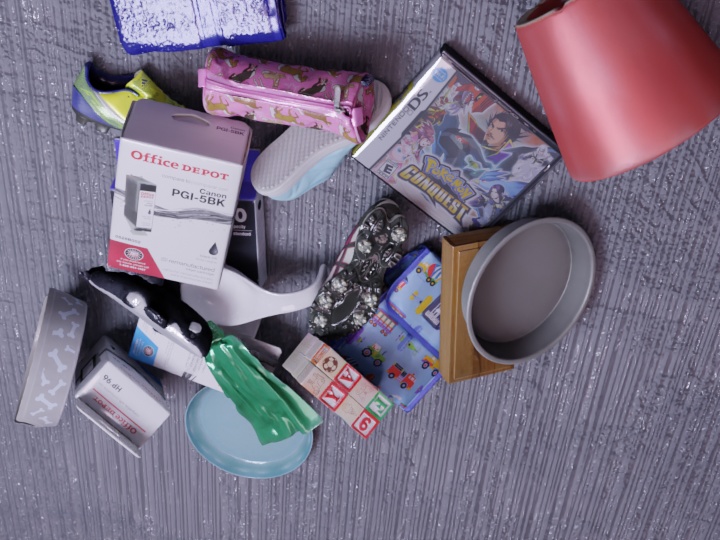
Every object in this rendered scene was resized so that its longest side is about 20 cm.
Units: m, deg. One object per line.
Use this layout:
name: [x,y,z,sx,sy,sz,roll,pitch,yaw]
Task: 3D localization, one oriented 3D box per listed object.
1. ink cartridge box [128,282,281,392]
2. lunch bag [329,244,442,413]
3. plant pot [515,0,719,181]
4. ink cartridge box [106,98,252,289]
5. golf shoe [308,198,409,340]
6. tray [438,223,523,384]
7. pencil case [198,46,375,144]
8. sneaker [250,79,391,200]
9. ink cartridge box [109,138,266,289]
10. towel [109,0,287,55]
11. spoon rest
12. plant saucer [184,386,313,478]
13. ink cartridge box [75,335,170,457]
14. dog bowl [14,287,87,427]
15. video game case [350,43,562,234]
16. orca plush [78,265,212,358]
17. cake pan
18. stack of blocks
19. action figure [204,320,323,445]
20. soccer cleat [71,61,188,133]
ink cartridge box: [-0.213,0.097,1.355,0.198,0.068,0.117,22,124,-5]
lunch bag: [0.078,0.064,1.292,0.150,0.094,0.200,41,106,-20]
plant pot: [0.267,-0.222,1.011,0.199,0.201,0.178,-29,106,24]
ink cartridge box: [-0.220,-0.088,1.154,0.145,0.083,0.201,12,131,-7]
golf shoe: [0.000,0.000,1.228,0.077,0.088,0.201,28,111,-13]
tray: [0.154,0.045,1.239,0.098,0.037,0.202,-10,120,-17]
pencil case: [-0.083,-0.200,1.092,0.198,0.083,0.087,13,153,11]
sneaker: [-0.042,-0.157,1.175,0.199,0.082,0.074,-33,72,11]
ink cartridge box: [-0.226,-0.069,1.263,0.196,0.044,0.202,4,122,5]
towel: [-0.189,-0.326,1.089,0.198,0.050,0.149,-4,119,9]
spoon rest: [-0.142,0.029,1.257,0.198,0.061,0.100,-5,123,7]
plant saucer: [-0.168,0.236,1.465,0.198,0.028,0.202,4,124,6]
ink cartridge box: [-0.332,0.172,1.335,0.116,0.200,0.068,44,86,-19]
dog bowl: [-0.430,0.124,1.336,0.058,0.201,0.201,14,126,-19]
video game case: [0.119,-0.146,1.172,0.199,0.026,0.181,36,121,-15]
orca plush: [-0.266,0.033,1.258,0.199,0.071,0.105,27,162,24]
cake pan: [0.207,0.021,1.205,0.199,0.037,0.202,-14,120,-25]
stack of blocks: [-0.043,0.142,1.283,0.115,0.200,0.059,42,84,-16]
action figure: [-0.150,0.146,1.302,0.118,0.055,0.200,-27,113,28]
soccer cleat: [-0.255,-0.197,1.172,0.198,0.065,0.084,17,115,-4]
